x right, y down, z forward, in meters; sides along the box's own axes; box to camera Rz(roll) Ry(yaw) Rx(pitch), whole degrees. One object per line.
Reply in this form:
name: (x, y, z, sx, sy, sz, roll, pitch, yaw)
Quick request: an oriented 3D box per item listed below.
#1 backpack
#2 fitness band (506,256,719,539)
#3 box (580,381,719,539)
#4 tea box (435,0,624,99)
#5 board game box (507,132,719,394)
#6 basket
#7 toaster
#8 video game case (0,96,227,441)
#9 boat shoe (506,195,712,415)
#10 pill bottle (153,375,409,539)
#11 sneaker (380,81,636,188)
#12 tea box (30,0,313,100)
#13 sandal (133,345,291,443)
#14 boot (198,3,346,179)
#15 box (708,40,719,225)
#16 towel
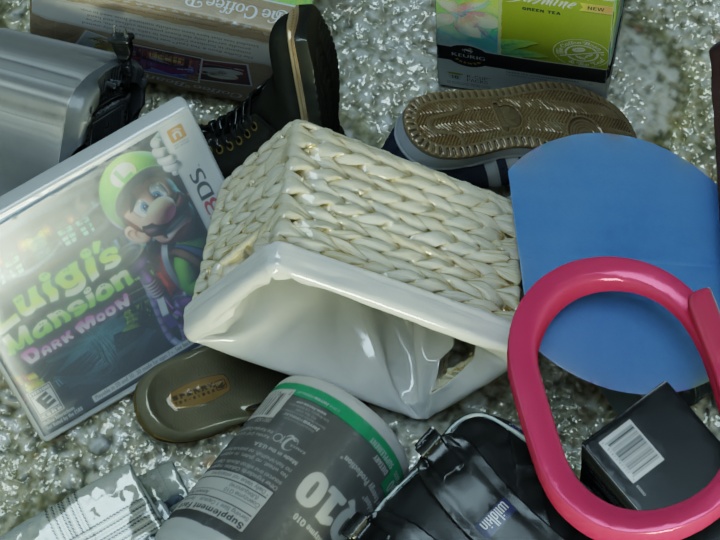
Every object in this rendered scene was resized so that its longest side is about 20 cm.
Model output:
backpack: (0.100, 0.217, 1.556, 0.200, 0.151, 0.178, 39, 82, 26)
fitness band: (0.171, 0.080, 1.521, 0.143, 0.037, 0.201, -15, 61, 0)
box: (0.232, 0.188, 1.564, 0.079, 0.141, 0.200, -35, 70, -13)
tea box: (0.133, -0.254, 1.722, 0.133, 0.197, 0.201, 9, 69, 8)
board game box: (0.177, 0.002, 1.630, 0.157, 0.039, 0.201, 3, 61, -15)
basket: (0.000, 0.000, 1.619, 0.199, 0.135, 0.124, 21, 58, -24)
toaster: (-0.232, -0.088, 1.694, 0.129, 0.201, 0.114, 17, 27, 16)
video game case: (-0.173, 0.002, 1.660, 0.200, 0.182, 0.023, -30, 34, -8)
boat shoe: (0.182, 0.017, 1.684, 0.091, 0.071, 0.201, -23, 65, -21)
pill bottle: (-0.065, 0.176, 1.587, 0.113, 0.113, 0.200, 31, 62, 15)
sneaker: (0.096, -0.079, 1.730, 0.199, 0.109, 0.070, -1, 61, -29)
tea box: (-0.125, -0.246, 1.748, 0.199, 0.134, 0.198, 11, 70, -4)
sandal: (-0.064, 0.061, 1.676, 0.199, 0.054, 0.081, -22, 74, -16)
boot: (-0.084, -0.102, 1.677, 0.138, 0.200, 0.078, 4, 46, 9)
box: (0.352, -0.072, 1.617, 0.165, 0.164, 0.201, 13, 65, -31)
towel: (-0.173, 0.245, 1.628, 0.199, 0.035, 0.193, -27, 68, -8)
